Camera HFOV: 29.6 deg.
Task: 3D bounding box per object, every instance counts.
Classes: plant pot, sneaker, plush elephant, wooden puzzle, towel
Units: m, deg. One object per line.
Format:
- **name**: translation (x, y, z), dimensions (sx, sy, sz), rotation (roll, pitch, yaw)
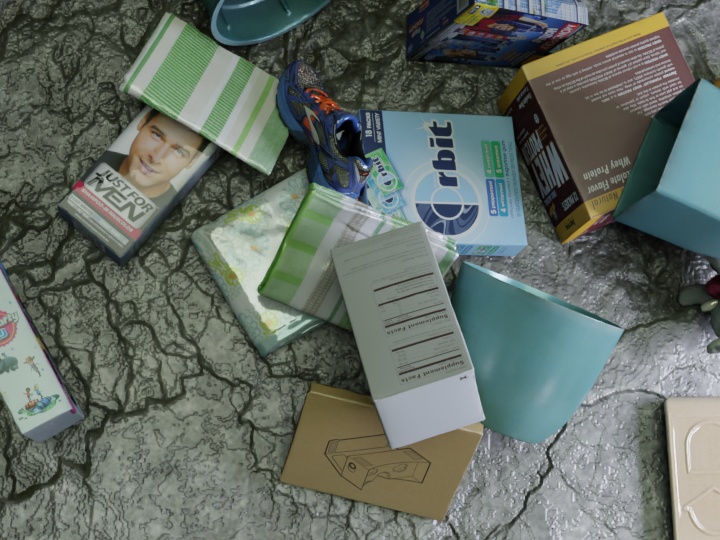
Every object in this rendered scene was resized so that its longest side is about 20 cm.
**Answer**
- **plant pot**: translation (-0.135, -0.408, 1.632), dimensions (0.199, 0.200, 0.197), rotation (-27, 75, -12)
- **sneaker**: translation (-0.034, -0.170, 1.610), dimensions (0.075, 0.078, 0.201), rotation (-2, 58, -45)
- **plant pot**: translation (0.178, 0.101, 1.565), dimensions (0.200, 0.201, 0.162), rotation (23, 94, -3)
- **plush elephant**: translation (0.454, 0.015, 1.650), dimensions (0.200, 0.164, 0.156), rotation (36, 115, 32)
- **wooden puzzle**: translation (0.457, 0.252, 1.647), dimensions (0.184, 0.046, 0.201), rotation (0, 74, -8)
- **towel**: translation (-0.172, -0.210, 1.618), dimensions (0.199, 0.023, 0.153), rotation (31, 46, -10)
- **towel**: translation (-0.076, -0.017, 1.626), dimensions (0.199, 0.048, 0.172), rotation (-30, 81, -13)
- **towel**: translation (0.000, 0.000, 1.564), dimensions (0.199, 0.031, 0.150), rotation (21, 105, -23)
- **plant pot**: translation (0.416, -0.091, 1.523), dimensions (0.199, 0.141, 0.142), rotation (25, 76, -3)

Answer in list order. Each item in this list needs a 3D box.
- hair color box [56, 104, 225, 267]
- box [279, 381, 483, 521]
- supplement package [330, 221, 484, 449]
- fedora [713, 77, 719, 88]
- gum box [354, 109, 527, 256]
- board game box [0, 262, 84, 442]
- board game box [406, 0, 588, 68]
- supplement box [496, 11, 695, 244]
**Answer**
- **hair color box**: translation (-0.254, -0.114, 1.612), dimensions (0.099, 0.061, 0.200), rotation (39, 75, 1)
- **box**: translation (0.021, 0.208, 1.544), dimensions (0.199, 0.164, 0.021), rotation (14, 41, -5)
- **supplement package**: translation (0.049, 0.068, 1.464), dimensions (0.109, 0.114, 0.201), rotation (-17, 53, 1)
- **fedora**: translation (0.493, -0.148, 1.697), dimensions (0.200, 0.082, 0.202), rotation (14, 58, -24)
- **gum box**: translation (0.094, -0.105, 1.642), dimensions (0.199, 0.045, 0.171), rotation (1, 71, -16)
- **board game box**: translation (-0.383, 0.085, 1.509), dimensions (0.064, 0.148, 0.201), rotation (-29, 84, -11)
- **board game box**: translation (0.185, -0.301, 1.665), dimensions (0.199, 0.200, 0.062), rotation (5, 78, -21)
- **supplement box**: translation (0.305, -0.171, 1.664), dimensions (0.196, 0.133, 0.201), rotation (-22, 82, -12)
